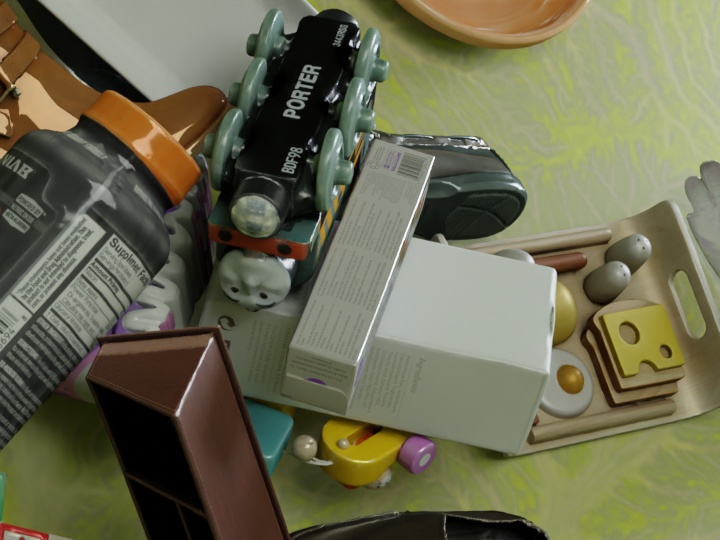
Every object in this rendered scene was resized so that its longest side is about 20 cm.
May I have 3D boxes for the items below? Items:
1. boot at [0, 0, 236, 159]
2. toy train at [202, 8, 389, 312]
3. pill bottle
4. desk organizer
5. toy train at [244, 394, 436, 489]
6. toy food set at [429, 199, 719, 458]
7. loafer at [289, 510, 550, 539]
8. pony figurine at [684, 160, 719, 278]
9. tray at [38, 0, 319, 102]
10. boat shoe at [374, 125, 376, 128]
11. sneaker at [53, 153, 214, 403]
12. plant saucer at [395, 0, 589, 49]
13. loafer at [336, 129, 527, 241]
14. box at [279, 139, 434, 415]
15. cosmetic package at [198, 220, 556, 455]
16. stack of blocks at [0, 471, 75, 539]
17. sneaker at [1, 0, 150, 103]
[{"bbox_3d":[-0.182,-0.103,1.495,0.200,0.074,0.155,-27,101,-12],"label":"boot"},{"bbox_3d":[-0.036,-0.064,1.490,0.085,0.114,0.200,11,38,6],"label":"toy train"},{"bbox_3d":[-0.175,-0.002,1.417,0.106,0.106,0.200,42,80,-6],"label":"pill bottle"},{"bbox_3d":[-0.090,0.135,1.409,0.077,0.072,0.200,-67,147,-54],"label":"desk organizer"},{"bbox_3d":[-0.034,0.080,1.565,0.200,0.056,0.150,-6,43,-22],"label":"toy train"},{"bbox_3d":[0.146,0.032,1.687,0.200,0.060,0.144,-9,71,-33],"label":"toy food set"},{"bbox_3d":[0.027,0.168,1.540,0.200,0.071,0.073,-8,71,-34],"label":"loafer"},{"bbox_3d":[0.334,-0.005,1.778,0.200,0.166,0.193,-11,80,-50],"label":"pony figurine"},{"bbox_3d":[-0.118,-0.166,1.530,0.107,0.022,0.200,-48,119,-1],"label":"tray"},{"bbox_3d":[-0.078,-0.138,1.652,0.200,0.073,0.062,39,96,-17],"label":"boat shoe"},{"bbox_3d":[-0.137,0.004,1.526,0.088,0.081,0.200,3,44,11],"label":"sneaker"},{"bbox_3d":[0.070,-0.236,1.791,0.200,0.037,0.201,14,61,-26],"label":"plant saucer"},{"bbox_3d":[0.011,-0.058,1.656,0.200,0.072,0.063,4,48,-36],"label":"loafer"},{"bbox_3d":[0.000,0.000,1.483,0.041,0.039,0.200,15,40,4],"label":"box"},{"bbox_3d":[0.009,0.033,1.535,0.200,0.074,0.102,14,39,-2],"label":"cosmetic package"},{"bbox_3d":[-0.219,0.165,1.403,0.200,0.059,0.115,17,59,-23],"label":"stack of blocks"},{"bbox_3d":[-0.146,-0.185,1.562,0.202,0.146,0.077,47,26,-3],"label":"sneaker"}]
